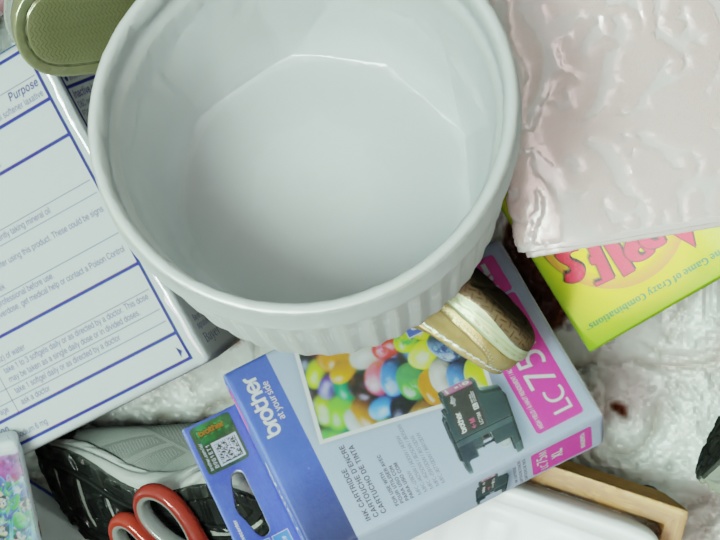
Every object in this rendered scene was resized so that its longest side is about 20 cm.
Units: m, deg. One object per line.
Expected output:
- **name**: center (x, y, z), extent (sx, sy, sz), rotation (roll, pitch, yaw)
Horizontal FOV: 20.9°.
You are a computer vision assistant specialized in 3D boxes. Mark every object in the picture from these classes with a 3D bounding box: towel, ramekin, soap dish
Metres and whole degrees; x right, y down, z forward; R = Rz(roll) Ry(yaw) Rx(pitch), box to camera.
- **towel**: center (0.154, -0.120, 0.955), extent (0.189, 0.032, 0.202), rotation (-9, 95, 0)
- **ramekin**: center (-0.021, -0.055, 0.925), extent (0.198, 0.105, 0.202), rotation (-2, 69, 6)
- **soap dish**: center (0.068, 0.165, 1.074), extent (0.198, 0.081, 0.159), rotation (17, 109, 13)

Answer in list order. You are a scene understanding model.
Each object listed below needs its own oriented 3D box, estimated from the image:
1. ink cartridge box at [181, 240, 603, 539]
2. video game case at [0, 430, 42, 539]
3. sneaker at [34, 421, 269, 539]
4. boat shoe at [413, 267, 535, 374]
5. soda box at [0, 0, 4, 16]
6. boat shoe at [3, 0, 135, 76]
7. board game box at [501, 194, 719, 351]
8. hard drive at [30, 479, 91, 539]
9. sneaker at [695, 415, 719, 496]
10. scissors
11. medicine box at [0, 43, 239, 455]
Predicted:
- **ink cartridge box**: center (0.013, 0.078, 1.017), extent (0.199, 0.042, 0.120), rotation (-27, 61, -4)
- **video game case**: center (-0.267, 0.196, 1.075), extent (0.198, 0.024, 0.184), rotation (-12, 106, -8)
- **sneaker**: center (-0.106, 0.121, 1.132), extent (0.199, 0.079, 0.075), rotation (4, 126, 33)
- **boat shoe**: center (0.000, 0.000, 1.010), extent (0.200, 0.072, 0.076), rotation (40, 95, 26)
- **soda box**: center (-0.242, -0.144, 1.065), extent (0.199, 0.070, 0.064), rotation (-38, 106, 7)
- **boat shoe**: center (-0.085, -0.142, 1.010), extent (0.198, 0.068, 0.075), rotation (-2, 114, -18)
- **board game box**: center (0.112, -0.071, 1.013), extent (0.101, 0.048, 0.201), rotation (-31, 93, 23)
- **hard drive**: center (-0.242, 0.179, 1.210), extent (0.199, 0.025, 0.133), rotation (31, 112, 8)
- **sneaker**: center (0.263, 0.056, 0.995), extent (0.086, 0.078, 0.200), rotation (36, 120, -7)
- **scissors**: center (-0.057, 0.189, 1.080), extent (0.199, 0.014, 0.073), rotation (36, 133, 10)
- **medicine box**: center (-0.184, -0.013, 1.097), extent (0.181, 0.103, 0.201), rotation (-26, 95, 23)
